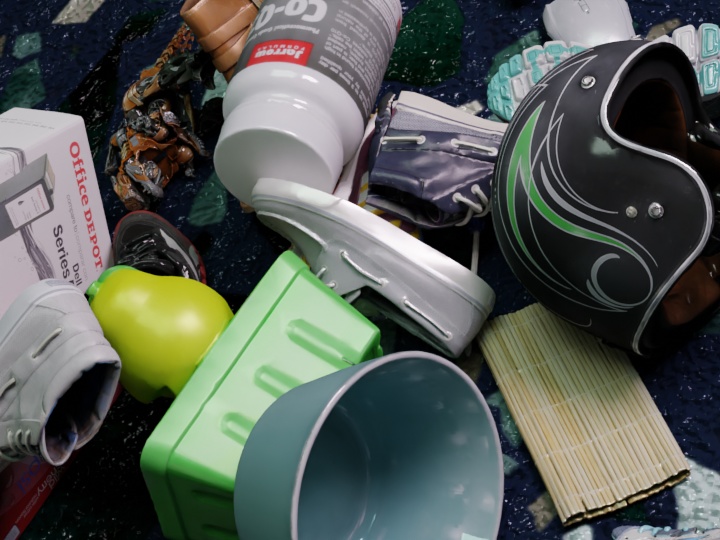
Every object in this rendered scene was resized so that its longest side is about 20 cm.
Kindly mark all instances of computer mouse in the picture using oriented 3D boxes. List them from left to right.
[{"bbox_3d":[0.190,-0.218,1.647,0.109,0.044,0.200,-21,45,2],"label":"computer mouse"}]

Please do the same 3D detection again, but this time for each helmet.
[{"bbox_3d":[0.186,-0.058,1.389,0.200,0.200,0.191,-38,67,-13],"label":"helmet"}]

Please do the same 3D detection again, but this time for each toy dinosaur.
[{"bbox_3d":[-0.167,-0.144,1.703,0.136,0.102,0.200,-20,65,28],"label":"toy dinosaur"}]

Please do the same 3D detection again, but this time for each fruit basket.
[{"bbox_3d":[-0.107,0.080,1.418,0.215,0.156,0.216,-3,55,4],"label":"fruit basket"}]

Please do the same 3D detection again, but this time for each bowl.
[{"bbox_3d":[-0.007,0.150,1.304,0.105,0.201,0.201,3,50,45],"label":"bowl"}]

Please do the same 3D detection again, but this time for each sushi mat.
[{"bbox_3d":[0.155,0.092,1.398,0.096,0.012,0.200,-22,45,-1],"label":"sushi mat"}]

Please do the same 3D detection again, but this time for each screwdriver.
[{"bbox_3d":[0.089,-0.019,1.519,0.028,0.029,0.200,-6,47,18],"label":"screwdriver"}]

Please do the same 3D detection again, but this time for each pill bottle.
[{"bbox_3d":[-0.043,-0.148,1.539,0.114,0.114,0.200,-1,47,22],"label":"pill bottle"}]

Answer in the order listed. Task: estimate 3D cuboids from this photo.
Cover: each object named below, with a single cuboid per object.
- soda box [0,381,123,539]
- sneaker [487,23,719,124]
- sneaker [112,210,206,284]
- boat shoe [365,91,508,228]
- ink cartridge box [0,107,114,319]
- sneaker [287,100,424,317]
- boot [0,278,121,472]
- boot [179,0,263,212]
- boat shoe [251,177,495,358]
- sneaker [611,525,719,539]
[{"bbox_3d":[-0.257,0.119,1.513,0.070,0.063,0.200,15,56,32],"label":"soda box"},{"bbox_3d":[0.201,-0.134,1.533,0.200,0.091,0.078,-4,68,10],"label":"sneaker"},{"bbox_3d":[-0.163,0.006,1.554,0.071,0.098,0.201,-26,43,1],"label":"sneaker"},{"bbox_3d":[0.097,-0.064,1.499,0.200,0.075,0.093,16,58,7],"label":"boat shoe"},{"bbox_3d":[-0.298,-0.026,1.558,0.084,0.146,0.200,8,30,34],"label":"ink cartridge box"},{"bbox_3d":[0.022,-0.046,1.549,0.090,0.075,0.200,18,64,24],"label":"sneaker"},{"bbox_3d":[-0.242,0.108,1.377,0.200,0.073,0.096,-57,49,21],"label":"boot"},{"bbox_3d":[-0.092,-0.160,1.624,0.077,0.155,0.200,-11,42,41],"label":"boot"},{"bbox_3d":[0.000,0.000,1.457,0.200,0.072,0.069,29,76,-1],"label":"boat shoe"},{"bbox_3d":[0.201,0.189,1.249,0.200,0.078,0.086,-22,41,2],"label":"sneaker"}]
